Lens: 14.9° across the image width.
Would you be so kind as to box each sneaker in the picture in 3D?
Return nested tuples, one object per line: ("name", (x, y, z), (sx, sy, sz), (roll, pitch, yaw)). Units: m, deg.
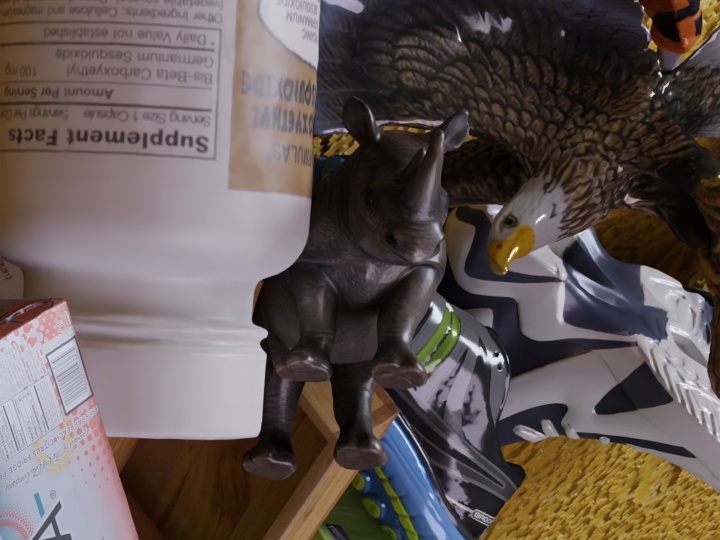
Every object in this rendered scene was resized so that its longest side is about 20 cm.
("sneaker", (0.099, 0.058, 1.287), (0.130, 0.199, 0.080), (-47, -172, 39))
("sneaker", (0.018, 0.033, 1.215), (0.083, 0.071, 0.200), (-36, 118, -26))

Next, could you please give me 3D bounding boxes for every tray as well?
("tray", (-0.058, 0.078, 1.149), (0.037, 0.099, 0.200), (-28, 162, -35))

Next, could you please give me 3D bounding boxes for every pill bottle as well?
("pill bottle", (-0.072, -0.046, 0.929), (0.114, 0.114, 0.201), (4, 89, -47))

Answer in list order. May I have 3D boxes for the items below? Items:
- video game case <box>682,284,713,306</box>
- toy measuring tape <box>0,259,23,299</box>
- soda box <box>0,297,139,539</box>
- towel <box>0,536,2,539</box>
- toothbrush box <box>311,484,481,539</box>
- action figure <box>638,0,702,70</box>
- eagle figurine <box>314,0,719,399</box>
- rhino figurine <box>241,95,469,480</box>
("video game case", (0.222, 0.049, 1.384), (0.200, 0.182, 0.022), (12, 103, -51))
("toy measuring tape", (-0.131, -0.011, 1.077), (0.199, 0.074, 0.074), (-24, 151, 12))
("soda box", (-0.110, 0.110, 0.886), (0.064, 0.068, 0.201), (-34, 115, -48))
("towel", (-0.209, 0.125, 0.848), (0.149, 0.031, 0.200), (12, 139, -28))
("toothbrush box", (-0.002, 0.153, 1.278), (0.086, 0.200, 0.145), (-47, 148, 19))
("action figure", (0.071, -0.143, 1.092), (0.199, 0.105, 0.194), (4, 132, -7))
("eagle figurine", (0.063, -0.047, 1.060), (0.151, 0.199, 0.152), (-10, 120, -69))
("rhino figurine", (0.000, 0.000, 0.975), (0.060, 0.088, 0.200), (10, 152, -9))
